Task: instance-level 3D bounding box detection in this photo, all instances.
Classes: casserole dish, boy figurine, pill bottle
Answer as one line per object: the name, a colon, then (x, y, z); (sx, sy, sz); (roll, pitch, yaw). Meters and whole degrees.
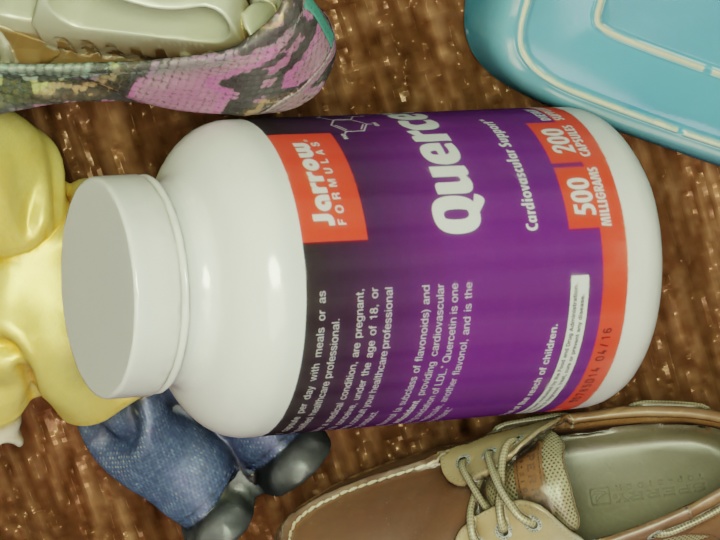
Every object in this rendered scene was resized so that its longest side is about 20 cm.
casserole dish: (0.133, -0.097, 1.051); (0.200, 0.039, 0.121); (18, 109, -11)
boy figurine: (-0.104, 0.019, 1.064); (0.124, 0.064, 0.200); (-42, 106, 0)
pill bottle: (0.000, 0.000, 1.010); (0.200, 0.112, 0.113); (-4, 113, -25)

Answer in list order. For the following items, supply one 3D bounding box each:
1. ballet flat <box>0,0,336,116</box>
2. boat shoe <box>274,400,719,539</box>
ballet flat: (-0.109, -0.090, 0.990); (0.200, 0.069, 0.071); (2, 148, 11)
boat shoe: (0.063, 0.087, 1.086); (0.200, 0.076, 0.072); (-13, 154, -6)
